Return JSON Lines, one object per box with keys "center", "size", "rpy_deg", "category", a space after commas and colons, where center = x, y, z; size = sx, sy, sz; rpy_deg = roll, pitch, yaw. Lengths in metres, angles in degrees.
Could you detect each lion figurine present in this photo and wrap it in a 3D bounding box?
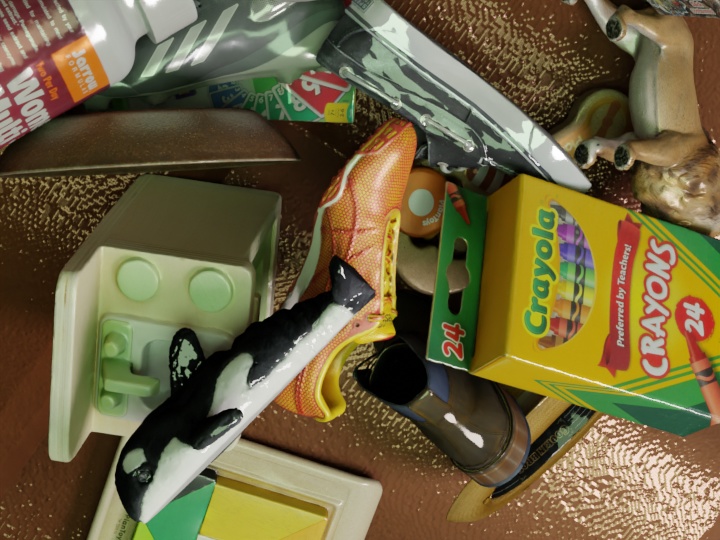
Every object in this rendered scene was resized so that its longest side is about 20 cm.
{"center": [0.198, -0.117, 1.327], "size": [0.122, 0.072, 0.202], "rpy_deg": [1, 89, -39], "category": "lion figurine"}

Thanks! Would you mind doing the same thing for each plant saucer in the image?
{"center": [-0.137, -0.081, 1.266], "size": [0.198, 0.200, 0.037], "rpy_deg": [-4, 91, -4], "category": "plant saucer"}

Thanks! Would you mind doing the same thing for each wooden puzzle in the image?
{"center": [-0.102, 0.212, 1.461], "size": [0.198, 0.037, 0.187], "rpy_deg": [17, 109, -12], "category": "wooden puzzle"}

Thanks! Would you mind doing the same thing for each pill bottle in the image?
{"center": [-0.205, -0.142, 1.194], "size": [0.199, 0.110, 0.110], "rpy_deg": [-30, 112, -7], "category": "pill bottle"}

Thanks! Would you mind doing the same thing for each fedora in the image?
{"center": [0.115, 0.086, 1.388], "size": [0.082, 0.200, 0.201], "rpy_deg": [46, 103, 16], "category": "fedora"}

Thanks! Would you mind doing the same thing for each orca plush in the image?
{"center": [-0.085, 0.058, 1.199], "size": [0.071, 0.105, 0.200], "rpy_deg": [45, 103, 4], "category": "orca plush"}

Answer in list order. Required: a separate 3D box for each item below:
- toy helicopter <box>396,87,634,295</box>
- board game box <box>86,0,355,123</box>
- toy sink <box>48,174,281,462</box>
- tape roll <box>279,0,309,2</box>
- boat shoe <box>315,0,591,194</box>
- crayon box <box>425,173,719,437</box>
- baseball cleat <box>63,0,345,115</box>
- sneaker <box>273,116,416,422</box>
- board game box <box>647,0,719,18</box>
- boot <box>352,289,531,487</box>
{"center": [0.108, -0.052, 1.360], "size": [0.199, 0.079, 0.133], "rpy_deg": [-33, 105, -6], "category": "toy helicopter"}
{"center": [-0.100, -0.151, 1.326], "size": [0.198, 0.030, 0.097], "rpy_deg": [2, 111, -4], "category": "board game box"}
{"center": [-0.119, 0.035, 1.293], "size": [0.111, 0.200, 0.132], "rpy_deg": [8, 111, 7], "category": "toy sink"}
{"center": [-0.037, -0.268, 1.228], "size": [0.201, 0.037, 0.205], "rpy_deg": [-2, 93, -31], "category": "tape roll"}
{"center": [0.059, -0.096, 1.280], "size": [0.199, 0.072, 0.068], "rpy_deg": [36, 98, -19], "category": "boat shoe"}
{"center": [0.143, 0.020, 1.277], "size": [0.198, 0.051, 0.128], "rpy_deg": [16, 67, -22], "category": "crayon box"}
{"center": [-0.108, -0.162, 1.278], "size": [0.198, 0.070, 0.108], "rpy_deg": [-10, 105, -13], "category": "baseball cleat"}
{"center": [0.000, 0.000, 1.260], "size": [0.077, 0.073, 0.202], "rpy_deg": [25, 106, 16], "category": "sneaker"}
{"center": [0.198, -0.284, 1.239], "size": [0.200, 0.097, 0.160], "rpy_deg": [44, 84, -19], "category": "board game box"}
{"center": [0.036, 0.054, 1.317], "size": [0.075, 0.200, 0.097], "rpy_deg": [-47, 129, 6], "category": "boot"}
